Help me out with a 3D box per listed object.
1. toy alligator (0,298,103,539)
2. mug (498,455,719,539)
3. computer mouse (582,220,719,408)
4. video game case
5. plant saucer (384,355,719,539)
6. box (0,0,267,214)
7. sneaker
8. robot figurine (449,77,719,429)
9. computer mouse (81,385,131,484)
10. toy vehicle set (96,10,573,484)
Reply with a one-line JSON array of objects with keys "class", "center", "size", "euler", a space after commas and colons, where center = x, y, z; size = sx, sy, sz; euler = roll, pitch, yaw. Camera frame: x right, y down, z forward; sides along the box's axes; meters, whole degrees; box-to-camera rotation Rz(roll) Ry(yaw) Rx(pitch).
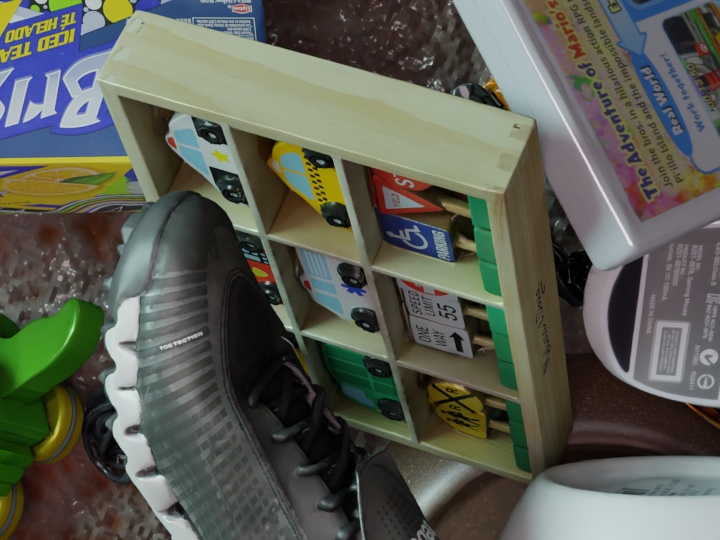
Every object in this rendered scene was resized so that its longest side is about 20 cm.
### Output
[{"class": "toy alligator", "center": [-0.162, 0.078, 0.823], "size": [0.200, 0.059, 0.054], "euler": [-53, 49, 14]}, {"class": "mug", "center": [0.086, 0.153, 0.707], "size": [0.148, 0.200, 0.176], "euler": [1, 94, 35]}, {"class": "computer mouse", "center": [0.169, 0.005, 0.718], "size": [0.200, 0.044, 0.110], "euler": [5, 118, -1]}, {"class": "video game case", "center": [0.093, -0.118, 0.702], "size": [0.182, 0.024, 0.200], "euler": [-23, 83, -36]}, {"class": "plant saucer", "center": [0.083, 0.131, 0.817], "size": [0.200, 0.034, 0.200], "euler": [1, 100, 4]}, {"class": "box", "center": [-0.133, -0.055, 0.740], "size": [0.200, 0.070, 0.064], "euler": [-1, 77, -20]}, {"class": "sneaker", "center": [-0.017, 0.069, 0.674], "size": [0.090, 0.066, 0.200], "euler": [-1, 112, 24]}, {"class": "robot figurine", "center": [0.123, -0.025, 0.770], "size": [0.145, 0.058, 0.200], "euler": [-41, 94, 2]}, {"class": "computer mouse", "center": [-0.016, 0.100, 0.767], "size": [0.046, 0.140, 0.200], "euler": [-27, 76, -29]}, {"class": "toy vehicle set", "center": [0.000, 0.000, 0.718], "size": [0.124, 0.200, 0.027], "euler": [16, 65, 17]}]
